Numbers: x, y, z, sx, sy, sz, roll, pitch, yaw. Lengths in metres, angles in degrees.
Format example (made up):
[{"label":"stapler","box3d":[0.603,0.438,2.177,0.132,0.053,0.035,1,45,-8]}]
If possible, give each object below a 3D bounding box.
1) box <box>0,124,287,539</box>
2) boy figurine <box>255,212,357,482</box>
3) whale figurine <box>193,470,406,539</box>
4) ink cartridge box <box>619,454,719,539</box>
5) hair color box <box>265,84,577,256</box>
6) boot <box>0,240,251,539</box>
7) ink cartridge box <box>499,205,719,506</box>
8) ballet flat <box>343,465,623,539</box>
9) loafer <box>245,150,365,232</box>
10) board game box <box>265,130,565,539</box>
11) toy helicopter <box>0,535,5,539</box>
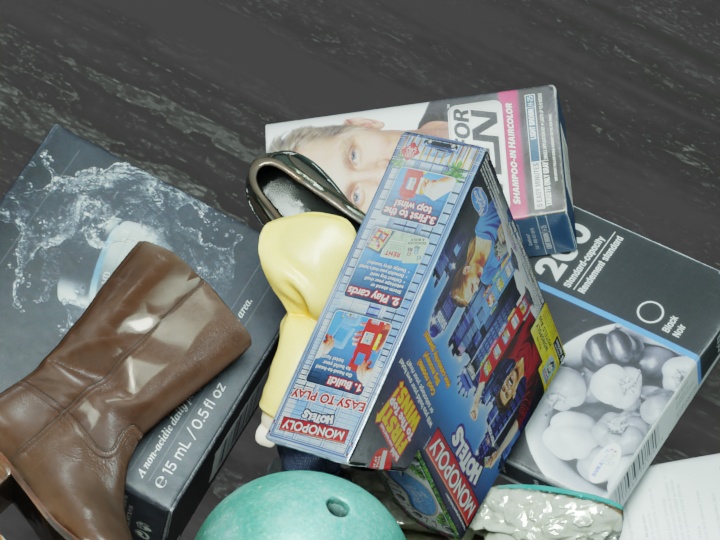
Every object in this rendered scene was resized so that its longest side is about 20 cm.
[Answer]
[{"label":"box","box3d":[-0.161,0.049,1.501,0.200,0.117,0.197,28,63,5]},{"label":"boy figurine","box3d":[-0.034,0.060,1.427,0.064,0.200,0.124,12,32,18]},{"label":"whale figurine","box3d":[-0.021,0.190,1.290,0.159,0.104,0.200,10,34,-23]},{"label":"ink cartridge box","box3d":[0.205,0.218,1.502,0.200,0.043,0.198,-10,64,4]},{"label":"hair color box","box3d":[0.040,-0.056,1.584,0.200,0.061,0.100,-8,63,9]},{"label":"boot","box3d":[-0.117,0.094,1.392,0.186,0.064,0.200,41,62,8]},{"label":"ink cartridge box","box3d":[0.124,0.049,1.560,0.200,0.043,0.198,24,60,24]},{"label":"ballet flat","box3d":[0.070,0.167,1.484,0.200,0.072,0.072,5,58,28]},{"label":"loafer","box3d":[0.000,0.000,1.511,0.200,0.063,0.072,42,93,8]},{"label":"board game box","box3d":[0.031,0.059,1.401,0.062,0.200,0.200,14,56,32]},{"label":"toy helicopter","box3d":[-0.197,0.191,1.360,0.200,0.132,0.079,31,59,7]}]
